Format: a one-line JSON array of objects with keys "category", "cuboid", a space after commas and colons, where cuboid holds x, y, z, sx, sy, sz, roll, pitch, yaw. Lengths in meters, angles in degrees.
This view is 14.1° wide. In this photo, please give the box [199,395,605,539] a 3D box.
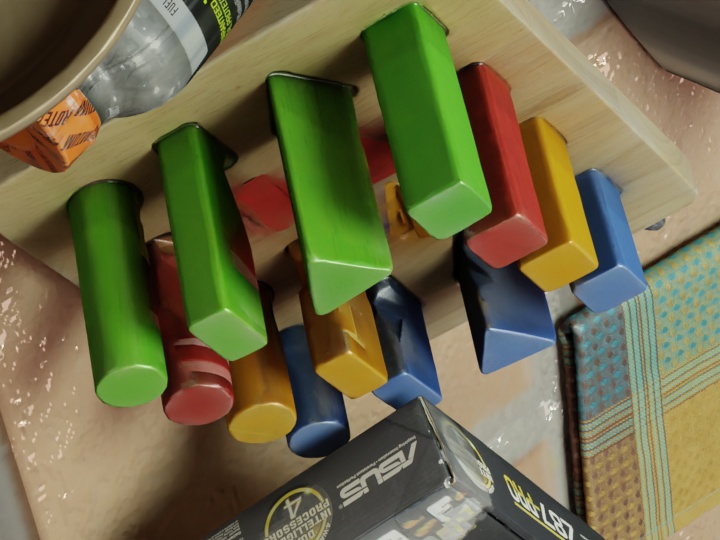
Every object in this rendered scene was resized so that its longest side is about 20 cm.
[{"category": "box", "cuboid": [-0.010, 0.146, 1.144, 0.199, 0.049, 0.161, -34, 138, 14]}]

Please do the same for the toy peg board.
[{"category": "toy peg board", "cuboid": [0.000, 0.000, 1.039, 0.199, 0.098, 0.199, -28, 142, 21]}]

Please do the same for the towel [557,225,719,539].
[{"category": "towel", "cuboid": [0.171, 0.043, 1.367, 0.199, 0.022, 0.147, -28, 125, -32]}]

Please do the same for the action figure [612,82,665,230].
[{"category": "action figure", "cuboid": [0.050, -0.082, 1.129, 0.201, 0.104, 0.193, -62, 147, -2]}]

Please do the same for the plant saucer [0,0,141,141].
[{"category": "plant saucer", "cuboid": [-0.155, -0.122, 0.869, 0.200, 0.200, 0.029, -52, 179, -13]}]

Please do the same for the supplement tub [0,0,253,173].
[{"category": "supplement tub", "cuboid": [-0.073, -0.138, 0.959, 0.200, 0.122, 0.123, -53, 137, -14]}]

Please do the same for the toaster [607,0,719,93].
[{"category": "toaster", "cuboid": [0.182, -0.164, 1.206, 0.200, 0.118, 0.181, -55, 136, -12]}]
